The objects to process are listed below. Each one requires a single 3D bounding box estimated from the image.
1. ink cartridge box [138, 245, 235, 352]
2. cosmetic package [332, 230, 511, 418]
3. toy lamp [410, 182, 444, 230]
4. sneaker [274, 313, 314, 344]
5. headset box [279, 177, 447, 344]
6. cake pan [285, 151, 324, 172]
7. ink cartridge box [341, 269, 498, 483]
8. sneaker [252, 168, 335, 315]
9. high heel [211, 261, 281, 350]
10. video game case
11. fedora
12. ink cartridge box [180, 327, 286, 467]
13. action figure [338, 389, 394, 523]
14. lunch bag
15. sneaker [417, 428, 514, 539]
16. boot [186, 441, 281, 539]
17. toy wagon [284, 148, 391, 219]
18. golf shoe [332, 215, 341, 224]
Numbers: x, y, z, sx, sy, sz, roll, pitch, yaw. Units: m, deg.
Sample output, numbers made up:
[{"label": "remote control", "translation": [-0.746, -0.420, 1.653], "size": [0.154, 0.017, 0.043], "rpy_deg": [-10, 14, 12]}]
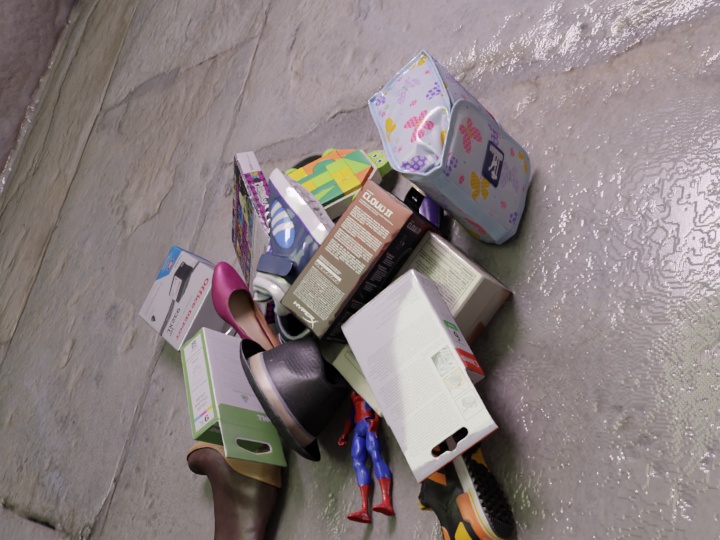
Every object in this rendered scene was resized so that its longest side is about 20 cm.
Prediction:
[{"label": "ink cartridge box", "translation": [-0.289, 0.057, 1.389], "size": [0.199, 0.083, 0.146], "rpy_deg": [25, 87, 52]}, {"label": "cosmetic package", "translation": [0.072, 0.069, 0.948], "size": [0.103, 0.087, 0.201], "rpy_deg": [44, 102, 34]}, {"label": "toy lamp", "translation": [0.079, -0.123, 1.099], "size": [0.058, 0.058, 0.202], "rpy_deg": [-34, 43, 31]}, {"label": "sneaker", "translation": [-0.073, 0.015, 1.138], "size": [0.109, 0.069, 0.202], "rpy_deg": [97, -173, -81]}, {"label": "headset box", "translation": [0.015, -0.011, 0.965], "size": [0.075, 0.148, 0.201], "rpy_deg": [39, 97, 23]}, {"label": "cake pan", "translation": [-0.089, -0.093, 1.288], "size": [0.199, 0.037, 0.202], "rpy_deg": [-28, 49, 37]}, {"label": "ink cartridge box", "translation": [0.067, 0.111, 0.852], "size": [0.109, 0.050, 0.201], "rpy_deg": [-39, 58, 18]}, {"label": "sneaker", "translation": [-0.108, -0.032, 1.051], "size": [0.147, 0.080, 0.200], "rpy_deg": [-48, 46, 11]}, {"label": "high heel", "translation": [-0.156, 0.071, 1.193], "size": [0.096, 0.067, 0.202], "rpy_deg": [-25, 89, 46]}, {"label": "video game case", "translation": [-0.155, -0.046, 1.219], "size": [0.201, 0.035, 0.182], "rpy_deg": [103, 147, -51]}, {"label": "fedora", "translation": [-0.074, 0.145, 1.032], "size": [0.091, 0.201, 0.201], "rpy_deg": [-35, 41, 0]}, {"label": "ink cartridge box", "translation": [-0.174, 0.182, 1.076], "size": [0.059, 0.103, 0.201], "rpy_deg": [-41, 48, 25]}, {"label": "action figure", "translation": [0.006, 0.203, 0.993], "size": [0.065, 0.051, 0.202], "rpy_deg": [-33, 43, 36]}, {"label": "lunch bag", "translation": [0.117, -0.142, 0.974], "size": [0.127, 0.169, 0.201], "rpy_deg": [-37, 41, 24]}, {"label": "sneaker", "translation": [0.089, 0.215, 0.868], "size": [0.090, 0.070, 0.201], "rpy_deg": [-40, 44, 21]}, {"label": "boot", "translation": [-0.194, 0.328, 1.124], "size": [0.199, 0.072, 0.168], "rpy_deg": [-13, 56, 40]}, {"label": "toy wagon", "translation": [-0.031, -0.131, 1.168], "size": [0.199, 0.040, 0.156], "rpy_deg": [-28, 39, -4]}, {"label": "golf shoe", "translation": [0.000, 0.000, 1.115], "size": [0.094, 0.078, 0.202], "rpy_deg": [-15, 57, 23]}]
